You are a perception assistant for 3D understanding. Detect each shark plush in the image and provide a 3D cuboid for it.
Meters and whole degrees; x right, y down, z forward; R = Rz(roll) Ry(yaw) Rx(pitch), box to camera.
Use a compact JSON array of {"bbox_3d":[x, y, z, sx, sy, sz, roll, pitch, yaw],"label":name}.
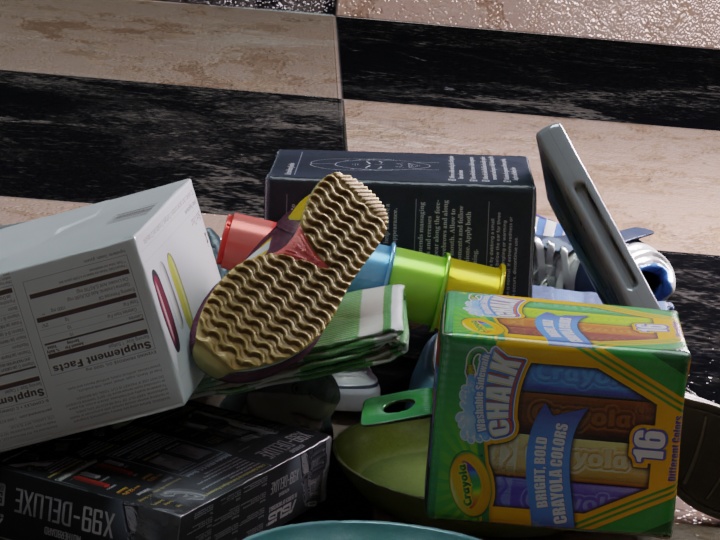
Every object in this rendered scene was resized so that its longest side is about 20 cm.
[{"bbox_3d":[-0.062,0.045,1.777,0.091,0.083,0.200,6,41,-21],"label":"shark plush"}]

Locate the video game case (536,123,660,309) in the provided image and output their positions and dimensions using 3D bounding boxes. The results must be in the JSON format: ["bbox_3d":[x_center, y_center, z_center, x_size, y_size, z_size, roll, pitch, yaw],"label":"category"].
[{"bbox_3d":[0.185,-0.004,1.861,0.022,0.183,0.200,-27,-14,1],"label":"video game case"}]

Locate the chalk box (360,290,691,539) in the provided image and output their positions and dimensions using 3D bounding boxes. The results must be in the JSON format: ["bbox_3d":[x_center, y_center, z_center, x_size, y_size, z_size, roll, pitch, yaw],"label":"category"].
[{"bbox_3d":[0.101,0.087,1.587,0.200,0.124,0.125,6,13,0],"label":"chalk box"}]

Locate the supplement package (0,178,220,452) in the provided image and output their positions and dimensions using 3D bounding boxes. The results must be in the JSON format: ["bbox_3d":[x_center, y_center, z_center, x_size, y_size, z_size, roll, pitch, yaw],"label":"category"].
[{"bbox_3d":[-0.181,0.029,1.594,0.155,0.111,0.200,-14,11,9],"label":"supplement package"}]

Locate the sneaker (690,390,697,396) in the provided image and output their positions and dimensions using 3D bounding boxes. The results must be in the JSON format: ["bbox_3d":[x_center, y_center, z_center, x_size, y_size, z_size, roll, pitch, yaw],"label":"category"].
[{"bbox_3d":[0.146,0.089,1.795,0.200,0.074,0.089,27,-17,10],"label":"sneaker"}]

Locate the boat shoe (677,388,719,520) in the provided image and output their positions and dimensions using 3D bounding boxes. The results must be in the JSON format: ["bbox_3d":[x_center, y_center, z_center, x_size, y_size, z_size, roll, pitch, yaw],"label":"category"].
[{"bbox_3d":[0.211,0.107,1.699,0.200,0.072,0.068,30,11,0],"label":"boat shoe"}]

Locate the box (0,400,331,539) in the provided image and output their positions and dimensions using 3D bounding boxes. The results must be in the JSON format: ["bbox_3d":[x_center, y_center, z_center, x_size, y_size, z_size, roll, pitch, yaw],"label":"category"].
[{"bbox_3d":[-0.133,0.133,1.593,0.157,0.050,0.200,12,16,24],"label":"box"}]

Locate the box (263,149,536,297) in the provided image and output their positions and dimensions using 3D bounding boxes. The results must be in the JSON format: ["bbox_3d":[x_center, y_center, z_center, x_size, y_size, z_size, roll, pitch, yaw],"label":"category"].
[{"bbox_3d":[0.029,-0.028,1.874,0.200,0.107,0.148,2,11,2],"label":"box"}]

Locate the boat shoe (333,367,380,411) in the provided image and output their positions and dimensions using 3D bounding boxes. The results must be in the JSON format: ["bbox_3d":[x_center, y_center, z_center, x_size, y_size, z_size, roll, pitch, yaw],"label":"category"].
[{"bbox_3d":[-0.031,0.054,1.904,0.072,0.066,0.200,2,15,-14],"label":"boat shoe"}]

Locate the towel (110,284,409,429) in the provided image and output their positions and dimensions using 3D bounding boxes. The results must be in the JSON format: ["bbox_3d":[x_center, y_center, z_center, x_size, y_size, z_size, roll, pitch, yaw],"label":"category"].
[{"bbox_3d":[-0.065,0.054,1.658,0.200,0.023,0.153,-15,13,4],"label":"towel"}]

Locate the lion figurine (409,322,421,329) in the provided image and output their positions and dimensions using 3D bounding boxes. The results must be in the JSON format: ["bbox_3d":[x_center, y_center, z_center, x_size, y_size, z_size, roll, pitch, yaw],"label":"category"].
[{"bbox_3d":[0.007,0.009,2.004,0.200,0.073,0.123,11,54,44],"label":"lion figurine"}]

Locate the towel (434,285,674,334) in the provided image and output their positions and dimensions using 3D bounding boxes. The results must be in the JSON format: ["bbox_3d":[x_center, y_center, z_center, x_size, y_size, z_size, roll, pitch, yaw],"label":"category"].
[{"bbox_3d":[0.159,0.048,2.033,0.200,0.049,0.112,7,15,3],"label":"towel"}]

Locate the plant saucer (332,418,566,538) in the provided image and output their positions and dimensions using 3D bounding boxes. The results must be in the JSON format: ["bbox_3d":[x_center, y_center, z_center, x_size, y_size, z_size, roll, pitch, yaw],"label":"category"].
[{"bbox_3d":[0.079,0.140,1.682,0.200,0.031,0.200,4,14,-1],"label":"plant saucer"}]

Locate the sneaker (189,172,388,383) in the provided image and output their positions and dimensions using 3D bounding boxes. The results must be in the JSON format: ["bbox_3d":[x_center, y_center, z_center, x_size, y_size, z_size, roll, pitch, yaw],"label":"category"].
[{"bbox_3d":[-0.054,0.022,1.601,0.075,0.090,0.200,42,45,2],"label":"sneaker"}]

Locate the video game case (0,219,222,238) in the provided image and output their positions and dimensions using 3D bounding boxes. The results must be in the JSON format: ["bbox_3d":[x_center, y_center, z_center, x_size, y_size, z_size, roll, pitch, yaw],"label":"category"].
[{"bbox_3d":[-0.197,-0.012,1.969,0.182,0.022,0.200,-7,-14,37],"label":"video game case"}]

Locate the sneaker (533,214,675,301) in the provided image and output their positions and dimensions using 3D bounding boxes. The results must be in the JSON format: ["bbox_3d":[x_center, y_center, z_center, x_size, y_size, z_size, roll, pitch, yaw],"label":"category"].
[{"bbox_3d":[0.177,-0.003,2.168,0.200,0.081,0.146,4,9,-28],"label":"sneaker"}]

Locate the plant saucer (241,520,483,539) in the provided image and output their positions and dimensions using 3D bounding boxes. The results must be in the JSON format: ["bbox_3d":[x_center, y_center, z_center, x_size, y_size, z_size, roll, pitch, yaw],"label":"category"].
[{"bbox_3d":[0.016,0.195,1.438,0.200,0.036,0.200,5,14,-1],"label":"plant saucer"}]

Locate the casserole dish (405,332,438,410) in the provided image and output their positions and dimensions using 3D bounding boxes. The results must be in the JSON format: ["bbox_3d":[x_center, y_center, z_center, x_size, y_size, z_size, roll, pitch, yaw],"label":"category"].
[{"bbox_3d":[0.098,0.083,1.898,0.121,0.039,0.200,7,14,4],"label":"casserole dish"}]

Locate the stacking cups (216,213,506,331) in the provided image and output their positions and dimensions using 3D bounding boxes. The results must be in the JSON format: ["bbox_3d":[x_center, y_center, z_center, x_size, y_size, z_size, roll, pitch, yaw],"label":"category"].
[{"bbox_3d":[0.000,0.000,1.742,0.200,0.061,0.061,15,14,-4],"label":"stacking cups"}]
